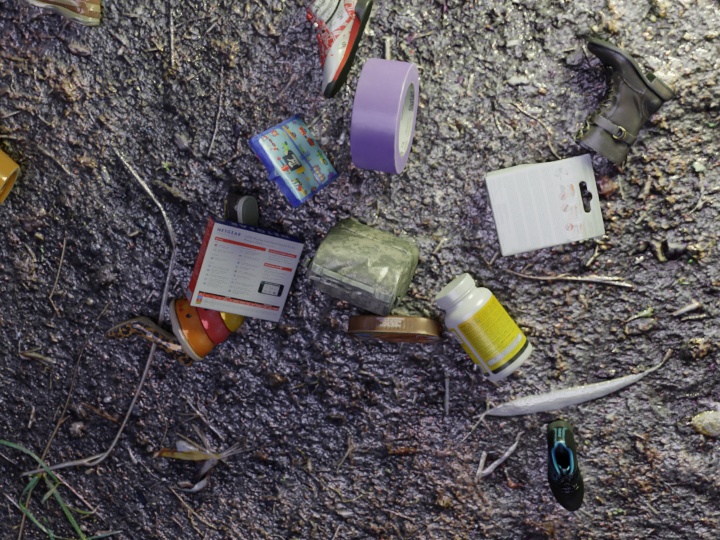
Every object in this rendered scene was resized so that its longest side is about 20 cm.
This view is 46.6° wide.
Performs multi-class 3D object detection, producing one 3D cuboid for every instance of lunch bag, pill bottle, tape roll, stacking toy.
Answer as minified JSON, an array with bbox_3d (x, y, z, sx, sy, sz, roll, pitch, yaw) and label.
[{"bbox_3d":[-0.142,-0.202,1.608,0.094,0.200,0.151,-31,98,22],"label":"lunch bag"},{"bbox_3d":[0.239,0.109,1.652,0.112,0.112,0.201,-36,96,22],"label":"pill bottle"},{"bbox_3d":[0.046,-0.283,1.532,0.084,0.200,0.202,9,109,12],"label":"tape roll"},{"bbox_3d":[0.000,0.000,1.652,0.198,0.168,0.141,22,111,8],"label":"lunch bag"},{"bbox_3d":[-0.300,0.093,1.806,0.198,0.146,0.147,-25,100,2],"label":"stacking toy"}]

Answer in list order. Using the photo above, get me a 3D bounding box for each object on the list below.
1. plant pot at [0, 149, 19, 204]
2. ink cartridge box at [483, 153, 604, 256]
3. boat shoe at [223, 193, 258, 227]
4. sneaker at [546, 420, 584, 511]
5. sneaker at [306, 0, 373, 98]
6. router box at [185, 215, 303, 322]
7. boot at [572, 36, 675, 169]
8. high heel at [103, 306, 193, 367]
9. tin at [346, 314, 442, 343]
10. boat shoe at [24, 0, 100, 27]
[{"bbox_3d":[-0.856,-0.220,1.813,0.182,0.201,0.201,31,113,-13],"label":"plant pot"},{"bbox_3d":[0.349,-0.127,1.589,0.198,0.047,0.162,-12,103,13],"label":"ink cartridge box"},{"bbox_3d":[-0.253,-0.064,1.757,0.060,0.072,0.203,16,114,29],"label":"boat shoe"},{"bbox_3d":[0.416,0.415,1.718,0.072,0.082,0.202,-11,105,16],"label":"sneaker"},{"bbox_3d":[-0.060,-0.439,1.585,0.107,0.067,0.203,25,108,7],"label":"sneaker"},{"bbox_3d":[-0.236,0.000,1.713,0.198,0.049,0.181,14,105,-27],"label":"router box"},{"bbox_3d":[0.440,-0.297,1.492,0.199,0.069,0.175,38,112,-1],"label":"boot"},{"bbox_3d":[-0.475,0.171,1.884,0.198,0.071,0.144,-16,96,10],"label":"high heel"},{"bbox_3d":[0.070,0.119,1.703,0.198,0.112,0.042,2,80,14],"label":"tin"},{"bbox_3d":[-0.616,-0.562,1.697,0.198,0.076,0.072,22,108,-2],"label":"boat shoe"}]
